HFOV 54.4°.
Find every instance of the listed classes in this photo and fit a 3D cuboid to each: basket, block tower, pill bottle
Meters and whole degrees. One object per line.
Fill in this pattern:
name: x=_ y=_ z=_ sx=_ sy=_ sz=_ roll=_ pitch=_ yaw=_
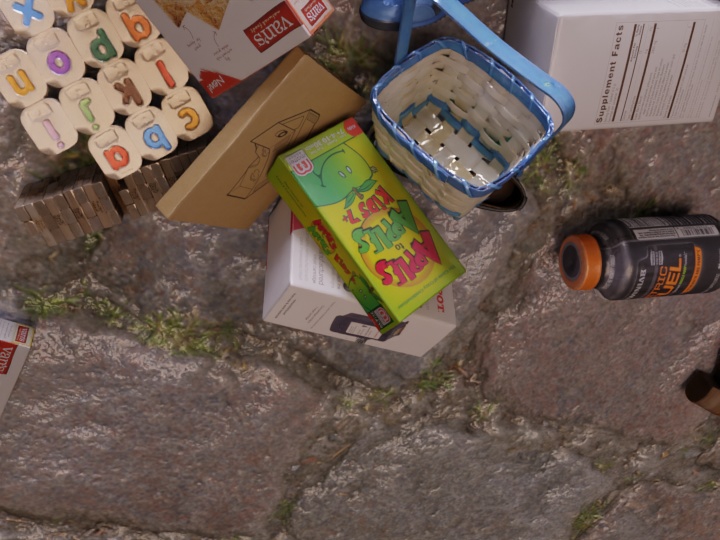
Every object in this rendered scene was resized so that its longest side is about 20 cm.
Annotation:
basket: x=0.095 y=-0.155 z=0.663 sx=0.139 sy=0.176 sz=0.200 roll=-43 pitch=172 yaw=-16
block tower: x=-0.247 y=-0.087 z=0.731 sx=0.200 sy=0.058 sz=0.054 roll=-17 pitch=126 yaw=-1
pill bottle: x=0.363 y=-0.016 z=0.908 sx=0.199 sy=0.106 sz=0.106 roll=-4 pitch=124 yaw=-11

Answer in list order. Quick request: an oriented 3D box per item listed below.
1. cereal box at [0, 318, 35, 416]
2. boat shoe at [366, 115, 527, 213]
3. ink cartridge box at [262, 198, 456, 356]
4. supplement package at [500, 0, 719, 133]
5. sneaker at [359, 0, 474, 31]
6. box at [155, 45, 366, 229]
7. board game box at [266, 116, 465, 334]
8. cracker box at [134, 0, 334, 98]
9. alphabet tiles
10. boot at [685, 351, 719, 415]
cereal box: x=-0.491 y=0.096 z=0.791 sx=0.200 sy=0.040 sz=0.144 roll=20 pitch=122 yaw=-25
boat shoe: x=0.101 y=-0.119 z=0.794 sx=0.200 sy=0.068 sz=0.072 roll=20 pitch=115 yaw=-21
ink cartridge box: x=0.000 y=0.000 z=0.788 sx=0.200 sy=0.145 sz=0.084 roll=15 pitch=142 yaw=-23
supplement package: x=0.262 y=-0.225 z=0.731 sx=0.199 sy=0.121 sz=0.120 roll=-5 pitch=125 yaw=-10
sneaker: x=0.089 y=-0.292 z=0.665 sx=0.200 sy=0.066 sz=0.079 roll=-21 pitch=145 yaw=-6
box: x=-0.093 y=-0.121 z=0.701 sx=0.200 sy=0.021 sz=0.163 roll=-44 pitch=167 yaw=13
board game box: x=0.006 y=-0.048 z=0.716 sx=0.102 sy=0.200 sz=0.048 roll=-35 pitch=177 yaw=-31
cracker box: x=-0.134 y=-0.261 z=0.585 sx=0.134 sy=0.058 sz=0.200 roll=-18 pitch=122 yaw=39
alphabet tiles: x=-0.235 y=-0.196 z=0.660 sx=0.200 sy=0.015 sz=0.196 roll=-30 pitch=112 yaw=-4
boot: x=0.641 y=0.167 z=1.120 sx=0.155 sy=0.077 sz=0.200 roll=19 pitch=119 yaw=-23
